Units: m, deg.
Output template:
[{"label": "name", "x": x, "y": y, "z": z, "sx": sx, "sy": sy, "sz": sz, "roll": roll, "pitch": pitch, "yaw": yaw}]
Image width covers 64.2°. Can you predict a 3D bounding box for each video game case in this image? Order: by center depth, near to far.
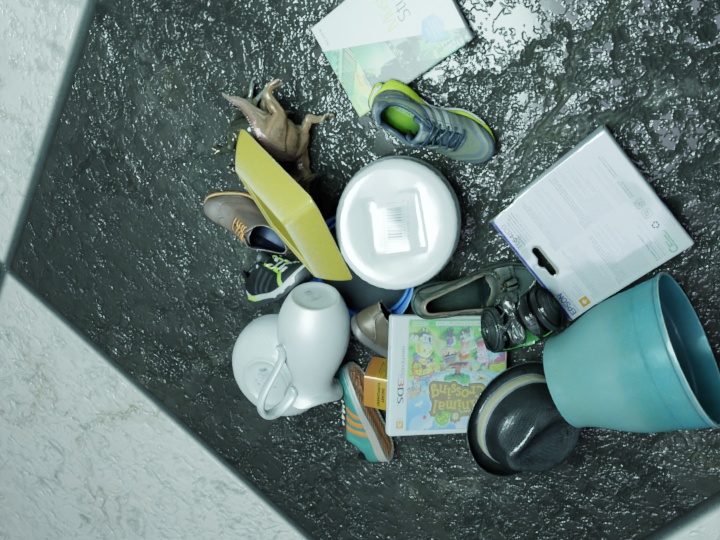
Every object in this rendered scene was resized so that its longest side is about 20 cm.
[{"label": "video game case", "x": 0.137, "y": 0.163, "z": 0.904, "sx": 0.194, "sy": 0.022, "sz": 0.188, "roll": 1, "pitch": 94, "yaw": -12}]

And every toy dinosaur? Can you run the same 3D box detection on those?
[{"label": "toy dinosaur", "x": -0.121, "y": -0.194, "z": 0.869, "sx": 0.084, "sy": 0.198, "sz": 0.140, "roll": 0, "pitch": 72, "yaw": 45}, {"label": "toy dinosaur", "x": -0.173, "y": -0.192, "z": 0.930, "sx": 0.101, "sy": 0.077, "sz": 0.205, "roll": -15, "pitch": 101, "yaw": 39}]

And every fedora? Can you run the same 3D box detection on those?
[{"label": "fedora", "x": 0.264, "y": 0.243, "z": 0.878, "sx": 0.194, "sy": 0.091, "sz": 0.207, "roll": -3, "pitch": 101, "yaw": -16}]

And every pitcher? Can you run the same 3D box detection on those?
[{"label": "pitcher", "x": -0.095, "y": 0.135, "z": 0.925, "sx": 0.120, "sy": 0.169, "sz": 0.205, "roll": 30, "pitch": 128, "yaw": 36}]

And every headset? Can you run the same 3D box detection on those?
[{"label": "headset", "x": 0.228, "y": 0.082, "z": 0.811, "sx": 0.121, "sy": 0.200, "sz": 0.096, "roll": -23, "pitch": 60, "yaw": 15}]

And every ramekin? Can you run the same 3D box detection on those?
[{"label": "ramekin", "x": 0.054, "y": -0.069, "z": 0.846, "sx": 0.194, "sy": 0.098, "sz": 0.207, "roll": 1, "pitch": 97, "yaw": 6}]

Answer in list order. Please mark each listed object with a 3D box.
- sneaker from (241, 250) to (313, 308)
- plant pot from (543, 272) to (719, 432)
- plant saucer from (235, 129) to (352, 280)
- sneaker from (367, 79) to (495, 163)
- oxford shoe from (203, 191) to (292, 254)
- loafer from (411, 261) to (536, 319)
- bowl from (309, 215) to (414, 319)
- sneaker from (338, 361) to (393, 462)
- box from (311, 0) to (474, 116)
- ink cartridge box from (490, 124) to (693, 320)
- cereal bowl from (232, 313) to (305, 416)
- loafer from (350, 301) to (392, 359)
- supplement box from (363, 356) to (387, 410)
[{"label": "sneaker", "x": -0.153, "y": 0.006, "z": 0.981, "sx": 0.198, "sy": 0.071, "sz": 0.084, "roll": -23, "pitch": 96, "yaw": 48}, {"label": "plant pot", "x": 0.365, "y": 0.133, "z": 0.796, "sx": 0.186, "sy": 0.200, "sz": 0.203, "roll": -27, "pitch": 101, "yaw": 38}, {"label": "plant saucer", "x": -0.108, "y": -0.082, "z": 0.849, "sx": 0.048, "sy": 0.201, "sz": 0.200, "roll": -37, "pitch": 56, "yaw": -8}, {"label": "sneaker", "x": 0.098, "y": -0.195, "z": 0.807, "sx": 0.195, "sy": 0.082, "sz": 0.075, "roll": 20, "pitch": 127, "yaw": -4}, {"label": "oxford shoe", "x": -0.193, "y": -0.082, "z": 0.983, "sx": 0.195, "sy": 0.073, "sz": 0.073, "roll": 19, "pitch": 117, "yaw": 13}, {"label": "loafer", "x": 0.174, "y": 0.037, "z": 0.854, "sx": 0.194, "sy": 0.063, "sz": 0.074, "roll": -14, "pitch": 97, "yaw": -3}, {"label": "bowl", "x": 0.000, "y": 0.000, "z": 0.962, "sx": 0.195, "sy": 0.039, "sz": 0.207, "roll": 8, "pitch": 113, "yaw": 18}, {"label": "sneaker", "x": -0.008, "y": 0.267, "z": 1.056, "sx": 0.078, "sy": 0.071, "sz": 0.205, "roll": -15, "pitch": 103, "yaw": 26}, {"label": "box", "x": 0.043, "y": -0.335, "z": 0.811, "sx": 0.197, "sy": 0.036, "sz": 0.146, "roll": -27, "pitch": 100, "yaw": 29}, {"label": "ink cartridge box", "x": 0.320, "y": -0.061, "z": 0.814, "sx": 0.199, "sy": 0.041, "sz": 0.201, "roll": -39, "pitch": 94, "yaw": 30}, {"label": "cereal bowl", "x": -0.159, "y": 0.190, "z": 1.076, "sx": 0.194, "sy": 0.083, "sz": 0.206, "roll": 8, "pitch": 115, "yaw": 18}, {"label": "loafer", "x": 0.077, "y": 0.117, "z": 0.931, "sx": 0.197, "sy": 0.074, "sz": 0.071, "roll": 31, "pitch": 117, "yaw": -26}, {"label": "supplement box", "x": 0.105, "y": 0.209, "z": 0.992, "sx": 0.194, "sy": 0.069, "sz": 0.068, "roll": 7, "pitch": 115, "yaw": 14}]
